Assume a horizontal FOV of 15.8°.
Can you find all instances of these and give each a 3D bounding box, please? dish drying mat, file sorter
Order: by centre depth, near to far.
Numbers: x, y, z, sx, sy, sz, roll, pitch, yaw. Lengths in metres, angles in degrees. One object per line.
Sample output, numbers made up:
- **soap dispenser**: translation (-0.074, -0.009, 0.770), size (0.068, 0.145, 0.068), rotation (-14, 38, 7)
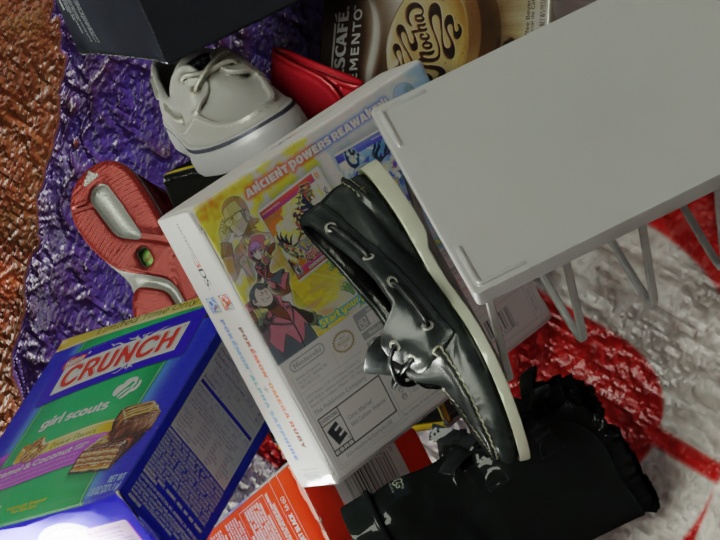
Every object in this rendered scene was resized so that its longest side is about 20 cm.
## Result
- **file sorter**: translation (0.133, -0.051, 1.447), size (0.200, 0.125, 0.139), rotation (-26, 57, -3)
- **dish drying mat**: translation (-0.028, -0.043, 1.670), size (0.077, 0.018, 0.200), rotation (25, 131, 34)

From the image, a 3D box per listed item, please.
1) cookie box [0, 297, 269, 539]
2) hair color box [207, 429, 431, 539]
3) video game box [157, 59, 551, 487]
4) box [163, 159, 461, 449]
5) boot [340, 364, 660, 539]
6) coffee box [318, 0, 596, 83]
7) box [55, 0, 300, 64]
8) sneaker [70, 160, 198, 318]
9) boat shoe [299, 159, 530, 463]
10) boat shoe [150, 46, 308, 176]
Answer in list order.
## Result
- **cookie box**: translation (-0.149, 0.112, 1.614), size (0.171, 0.075, 0.200), rotation (-18, 28, 36)
- **hair color box**: translation (-0.046, 0.180, 1.625), size (0.200, 0.111, 0.064), rotation (-41, 69, 42)
- **video game box**: translation (0.000, 0.000, 1.532), size (0.047, 0.200, 0.182), rotation (-10, 110, 52)
- **box**: translation (-0.025, 0.009, 1.647), size (0.160, 0.049, 0.200), rotation (-10, 107, 46)
- **boot**: translation (0.099, 0.162, 1.516), size (0.162, 0.198, 0.073), rotation (-31, 25, 5)
- **coffee box**: translation (0.068, -0.135, 1.621), size (0.200, 0.080, 0.113), rotation (-2, 83, 46)
- **box**: translation (-0.089, -0.222, 1.670), size (0.182, 0.200, 0.104), rotation (16, 131, 64)
- **sneaker**: translation (-0.111, 0.013, 1.776), size (0.078, 0.115, 0.200), rotation (-32, 75, 19)
- **boat shoe**: translation (0.026, 0.032, 1.442), size (0.066, 0.075, 0.200), rotation (-25, 70, -8)
- **boat shoe**: translation (-0.089, -0.109, 1.627), size (0.066, 0.072, 0.200), rotation (63, 172, -17)
